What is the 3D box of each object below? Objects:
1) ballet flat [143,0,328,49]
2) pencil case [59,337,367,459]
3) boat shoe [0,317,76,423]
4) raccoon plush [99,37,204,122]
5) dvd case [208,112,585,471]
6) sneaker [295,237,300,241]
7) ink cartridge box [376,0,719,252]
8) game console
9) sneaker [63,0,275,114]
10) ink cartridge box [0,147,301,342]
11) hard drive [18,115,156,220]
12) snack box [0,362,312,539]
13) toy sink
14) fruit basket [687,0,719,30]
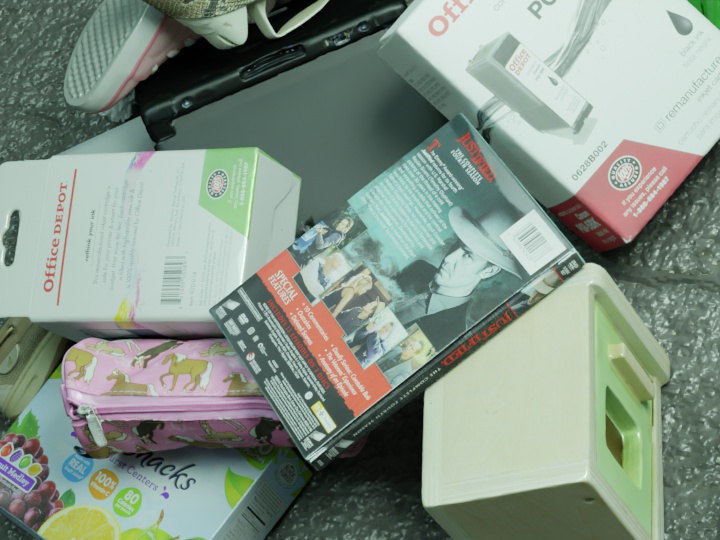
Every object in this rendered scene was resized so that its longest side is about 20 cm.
[{"bbox_3d":[-0.072,-0.193,1.714,0.200,0.075,0.068,-21,23,-36],"label":"ballet flat"},{"bbox_3d":[-0.089,0.079,1.576,0.200,0.083,0.087,-2,51,22],"label":"pencil case"},{"bbox_3d":[-0.207,0.010,1.730,0.064,0.071,0.200,33,91,7],"label":"boat shoe"},{"bbox_3d":[-0.142,-0.217,1.823,0.097,0.134,0.200,13,60,37],"label":"raccoon plush"},{"bbox_3d":[0.019,0.011,1.497,0.200,0.022,0.146,-39,48,2],"label":"dvd case"},{"bbox_3d":[0.000,0.000,1.660,0.200,0.075,0.088,9,56,23],"label":"sneaker"},{"bbox_3d":[0.133,-0.131,1.582,0.200,0.083,0.147,41,83,-3],"label":"ink cartridge box"},{"bbox_3d":[-0.045,-0.109,1.760,0.200,0.116,0.176,-23,22,-1],"label":"game console"},{"bbox_3d":[-0.121,-0.179,1.762,0.075,0.105,0.200,15,72,54],"label":"sneaker"},{"bbox_3d":[-0.146,-0.014,1.639,0.200,0.067,0.117,0,75,26],"label":"ink cartridge box"},{"bbox_3d":[-0.153,-0.056,1.805,0.200,0.026,0.132,-24,51,14],"label":"hard drive"},{"bbox_3d":[-0.148,0.137,1.655,0.200,0.053,0.142,28,73,38],"label":"snack box"},{"bbox_3d":[0.115,0.074,1.499,0.112,0.130,0.200,-13,53,22],"label":"toy sink"},{"bbox_3d":[0.262,-0.280,1.573,0.216,0.216,0.156,-43,49,-2],"label":"fruit basket"}]
